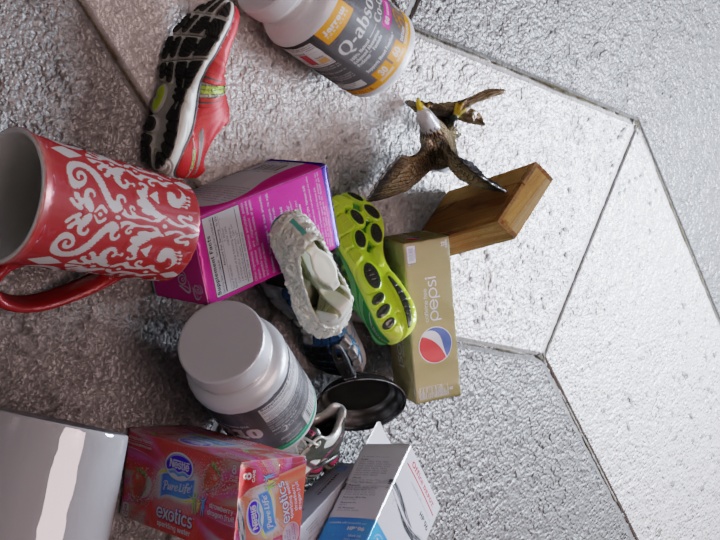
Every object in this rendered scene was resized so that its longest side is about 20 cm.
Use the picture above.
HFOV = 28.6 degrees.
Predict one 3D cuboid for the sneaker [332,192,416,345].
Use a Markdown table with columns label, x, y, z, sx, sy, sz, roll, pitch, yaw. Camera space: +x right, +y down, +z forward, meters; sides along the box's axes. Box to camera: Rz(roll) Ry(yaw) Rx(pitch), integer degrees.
| label | x | y | z | sx | sy | sz | roll | pitch | yaw |
| --- | --- | --- | --- | --- | --- | --- | --- | --- | --- |
| sneaker | 0.000 | 0.000 | 1.692 | 0.074 | 0.084 | 0.201 | -10 | 69 | -28 |

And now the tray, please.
| label | x | y | z | sx | sy | sz | roll | pitch | yaw |
| --- | --- | --- | --- | --- | --- | --- | --- | --- | --- |
| tray | 0.148 | -0.072 | 1.763 | 0.037 | 0.200 | 0.099 | 42 | 65 | -16 |

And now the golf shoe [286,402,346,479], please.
| label | x | y | z | sx | sy | sz | roll | pitch | yaw |
| --- | --- | --- | --- | --- | --- | --- | --- | --- | --- |
| golf shoe | -0.089 | 0.216 | 1.630 | 0.200 | 0.077 | 0.088 | -34 | 155 | -51 |

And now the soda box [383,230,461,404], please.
| label | x | y | z | sx | sy | sz | roll | pitch | yaw |
| --- | --- | --- | --- | --- | --- | --- | --- | --- | --- |
| soda box | 0.074 | 0.056 | 1.723 | 0.064 | 0.068 | 0.201 | -9 | 101 | -22 |

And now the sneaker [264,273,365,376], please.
| label | x | y | z | sx | sy | sz | roll | pitch | yaw |
| --- | --- | --- | --- | --- | --- | --- | --- | --- | --- |
| sneaker | -0.039 | 0.046 | 1.689 | 0.200 | 0.075 | 0.087 | 62 | 37 | -38 |

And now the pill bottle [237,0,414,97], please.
| label | x | y | z | sx | sy | sz | roll | pitch | yaw |
| --- | --- | --- | --- | --- | --- | --- | --- | --- | --- |
| pill bottle | -0.039 | -0.289 | 1.609 | 0.200 | 0.116 | 0.117 | 28 | 76 | -43 |

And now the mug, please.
| label | x | y | z | sx | sy | sz | roll | pitch | yaw |
| --- | --- | --- | --- | --- | --- | --- | --- | --- | --- |
| mug | -0.283 | -0.047 | 1.413 | 0.199 | 0.177 | 0.134 | 11 | 54 | -45 |

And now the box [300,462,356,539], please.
| label | x | y | z | sx | sy | sz | roll | pitch | yaw |
| --- | --- | --- | --- | --- | --- | --- | --- | --- | --- |
| box | -0.030 | 0.356 | 1.690 | 0.156 | 0.041 | 0.201 | -38 | 121 | -54 |

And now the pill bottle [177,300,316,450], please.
| label | x | y | z | sx | sy | sz | roll | pitch | yaw |
| --- | --- | --- | --- | --- | --- | --- | --- | --- | --- |
| pill bottle | -0.123 | 0.117 | 1.535 | 0.113 | 0.113 | 0.200 | -62 | 156 | -19 |

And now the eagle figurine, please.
| label | x | y | z | sx | sy | sz | roll | pitch | yaw |
| --- | --- | --- | --- | --- | --- | --- | --- | --- | --- |
| eagle figurine | 0.093 | -0.142 | 1.722 | 0.150 | 0.152 | 0.201 | 30 | 40 | -23 |

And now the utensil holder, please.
| label | x | y | z | sx | sy | sz | roll | pitch | yaw |
| --- | --- | --- | --- | --- | --- | --- | --- | --- | --- |
| utensil holder | -0.323 | 0.242 | 1.367 | 0.169 | 0.169 | 0.201 | 18 | 82 | -44 |

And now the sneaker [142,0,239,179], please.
| label | x | y | z | sx | sy | sz | roll | pitch | yaw |
| --- | --- | --- | --- | --- | --- | --- | --- | --- | --- |
| sneaker | -0.173 | -0.195 | 1.529 | 0.085 | 0.077 | 0.201 | 18 | 93 | -49 |

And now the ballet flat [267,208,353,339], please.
| label | x | y | z | sx | sy | sz | roll | pitch | yaw |
| --- | --- | --- | --- | --- | --- | --- | --- | --- | --- |
| ballet flat | -0.045 | 0.017 | 1.547 | 0.072 | 0.071 | 0.200 | -54 | 142 | -25 |

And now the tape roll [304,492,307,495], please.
| label | x | y | z | sx | sy | sz | roll | pitch | yaw |
| --- | --- | --- | --- | --- | --- | --- | --- | --- | --- |
| tape roll | -0.087 | 0.363 | 1.668 | 0.202 | 0.037 | 0.204 | 7 | 82 | -59 |

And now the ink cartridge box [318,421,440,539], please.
| label | x | y | z | sx | sy | sz | roll | pitch | yaw |
| --- | --- | --- | --- | --- | --- | --- | --- | --- | --- |
| ink cartridge box | 0.032 | 0.289 | 1.694 | 0.116 | 0.067 | 0.200 | 65 | 36 | -33 |

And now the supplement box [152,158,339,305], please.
| label | x | y | z | sx | sy | sz | roll | pitch | yaw |
| --- | --- | --- | --- | --- | --- | --- | --- | --- | --- |
| supplement box | -0.132 | -0.046 | 1.560 | 0.199 | 0.101 | 0.104 | -24 | 112 | -39 |

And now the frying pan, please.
| label | x | y | z | sx | sy | sz | roll | pitch | yaw |
| --- | --- | --- | --- | --- | --- | --- | --- | --- | --- |
| frying pan | -0.022 | 0.142 | 1.698 | 0.190 | 0.115 | 0.031 | 40 | 32 | -43 |

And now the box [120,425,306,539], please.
| label | x | y | z | sx | sy | sz | roll | pitch | yaw |
| --- | --- | --- | --- | --- | --- | --- | --- | --- | --- |
| box | -0.159 | 0.230 | 1.501 | 0.094 | 0.199 | 0.103 | 4 | 93 | -45 |
